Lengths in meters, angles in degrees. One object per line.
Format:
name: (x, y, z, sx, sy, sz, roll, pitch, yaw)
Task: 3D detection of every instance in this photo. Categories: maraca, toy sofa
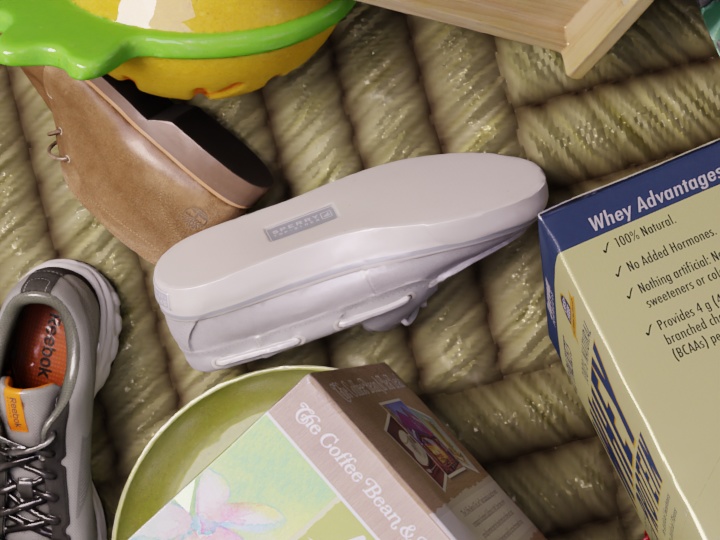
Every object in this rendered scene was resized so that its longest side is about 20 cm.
maraca: (-0.095, -0.134, 1.054, 0.137, 0.200, 0.107, 38, 135, 45)
toy sofa: (0.038, -0.168, 1.022, 0.200, 0.083, 0.098, 10, 53, -26)

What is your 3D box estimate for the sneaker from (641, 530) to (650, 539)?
sneaker: (0.124, 0.166, 1.057, 0.115, 0.078, 0.200, 8, 90, 8)

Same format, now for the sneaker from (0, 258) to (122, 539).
sneaker: (-0.168, 0.094, 1.106, 0.074, 0.079, 0.200, 4, 92, 8)

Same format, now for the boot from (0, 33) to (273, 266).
boot: (-0.143, -0.081, 1.111, 0.200, 0.074, 0.075, 42, 109, 7)

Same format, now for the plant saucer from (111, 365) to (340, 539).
plant saucer: (-0.026, 0.147, 1.105, 0.200, 0.031, 0.200, 0, 90, 10)

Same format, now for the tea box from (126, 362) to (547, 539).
tea box: (-0.031, 0.153, 0.989, 0.197, 0.200, 0.134, -44, 82, 7)

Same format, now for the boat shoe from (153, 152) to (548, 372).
boat shoe: (0.000, 0.000, 1.084, 0.200, 0.072, 0.069, -21, 123, -9)

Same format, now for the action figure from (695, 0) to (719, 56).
action figure: (0.259, -0.160, 1.050, 0.200, 0.055, 0.118, -25, 83, 5)

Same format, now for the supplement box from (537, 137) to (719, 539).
supplement box: (0.209, 0.046, 0.965, 0.200, 0.134, 0.200, -22, 64, -4)
